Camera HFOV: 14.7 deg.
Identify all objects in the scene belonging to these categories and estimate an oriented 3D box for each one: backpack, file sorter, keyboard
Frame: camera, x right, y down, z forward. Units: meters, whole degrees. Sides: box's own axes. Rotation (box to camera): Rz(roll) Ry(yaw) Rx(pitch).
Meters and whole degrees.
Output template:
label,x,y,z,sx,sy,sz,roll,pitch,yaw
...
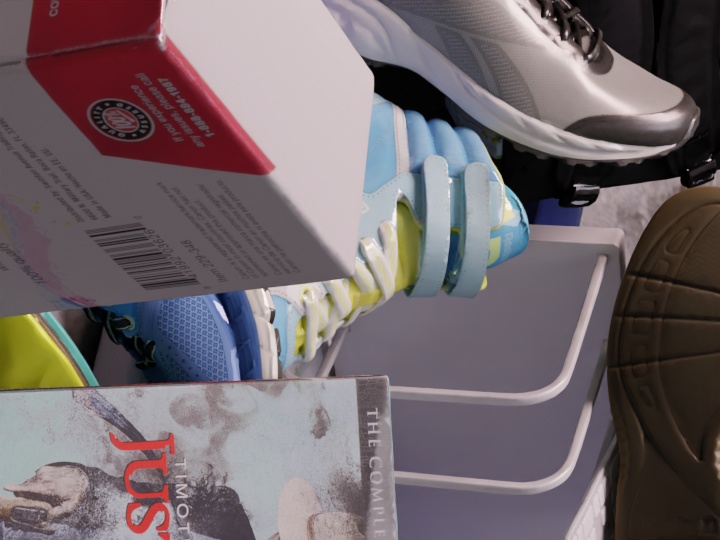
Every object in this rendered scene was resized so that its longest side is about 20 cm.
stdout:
label,x,y,z,sx,sy,sz,roll,pitch,yaw
backpack,0.112,-0.149,1.288,0.200,0.163,0.154,92,-19,-45
file sorter,0.045,0.094,1.254,0.125,0.139,0.200,-66,155,-52
keyboard,0.120,0.095,1.250,0.200,0.011,0.056,-54,145,-59

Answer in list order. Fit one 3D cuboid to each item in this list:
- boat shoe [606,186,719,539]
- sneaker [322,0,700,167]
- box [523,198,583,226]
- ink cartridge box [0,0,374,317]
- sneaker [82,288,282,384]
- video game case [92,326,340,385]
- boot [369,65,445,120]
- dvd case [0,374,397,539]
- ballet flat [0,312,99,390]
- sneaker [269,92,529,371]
label,x,y,z,sx,sy,sz,roll,pitch,yaw
boat shoe,0.147,0.065,1.226,0.066,0.072,0.201,20,73,-75
sneaker,0.059,-0.110,1.203,0.079,0.200,0.074,-61,-177,26
box,0.064,-0.008,1.403,0.032,0.121,0.200,35,47,-20
ink cartridge box,-0.114,-0.054,0.894,0.148,0.200,0.086,51,40,-53
sneaker,-0.097,-0.004,1.045,0.200,0.089,0.079,63,-23,11
video game case,-0.059,0.044,1.222,0.182,0.024,0.200,56,36,-48
boot,0.029,-0.136,1.407,0.154,0.073,0.204,-68,146,-52
dvd case,-0.083,0.112,0.978,0.022,0.200,0.146,163,-74,-70
ballet flat,-0.118,0.074,1.039,0.067,0.067,0.200,-48,138,-19
sneaker,0.000,0.000,1.157,0.080,0.130,0.200,105,1,-53
